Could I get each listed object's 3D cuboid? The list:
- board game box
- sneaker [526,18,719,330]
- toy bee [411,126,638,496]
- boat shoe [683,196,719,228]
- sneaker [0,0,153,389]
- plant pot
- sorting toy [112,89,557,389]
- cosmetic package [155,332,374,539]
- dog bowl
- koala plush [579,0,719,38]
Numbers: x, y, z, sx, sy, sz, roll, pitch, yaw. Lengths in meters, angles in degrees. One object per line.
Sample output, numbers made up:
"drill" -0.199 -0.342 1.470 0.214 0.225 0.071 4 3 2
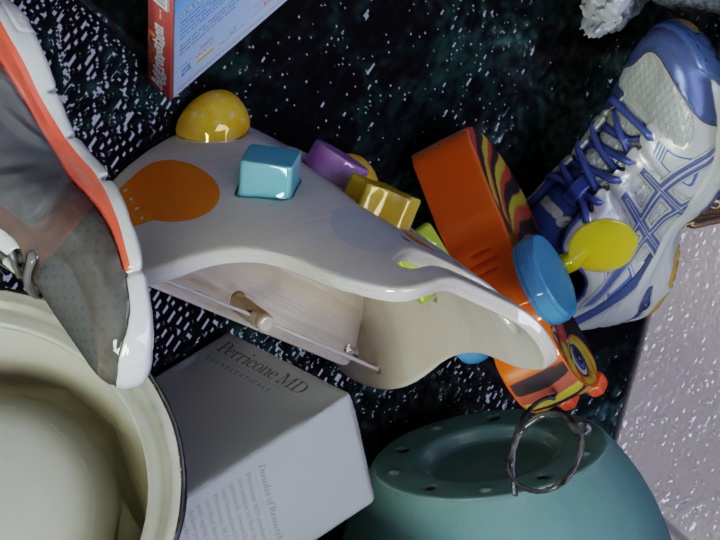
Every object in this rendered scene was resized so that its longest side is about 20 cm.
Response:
"board game box" -0.025 -0.171 1.353 0.200 0.019 0.103 -43 165 -21
"sneaker" 0.135 -0.041 1.517 0.088 0.075 0.200 -14 135 -30
"toy bee" 0.081 0.031 1.478 0.109 0.131 0.200 33 57 -57
"boat shoe" 0.232 -0.077 1.628 0.200 0.070 0.070 -20 156 -44
"sneaker" -0.155 -0.026 1.241 0.082 0.200 0.077 -20 155 -21
"plant pot" 0.078 0.168 1.499 0.201 0.201 0.161 -21 112 -35
"sorting toy" 0.000 0.000 1.367 0.200 0.180 0.107 24 90 -45
"cosmetic package" -0.102 0.117 1.378 0.200 0.102 0.074 -34 127 -29
"dog bowl" -0.172 0.111 1.260 0.200 0.200 0.074 -48 160 -17
"koala plush" 0.179 -0.205 1.471 0.177 0.184 0.200 -19 146 -17
